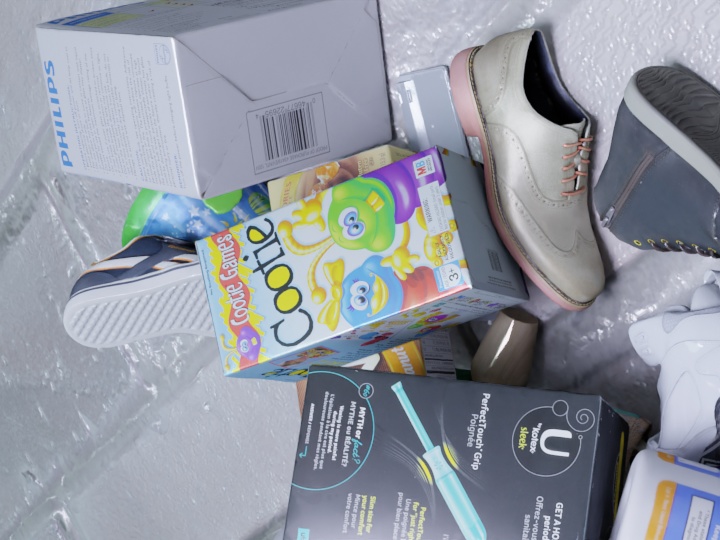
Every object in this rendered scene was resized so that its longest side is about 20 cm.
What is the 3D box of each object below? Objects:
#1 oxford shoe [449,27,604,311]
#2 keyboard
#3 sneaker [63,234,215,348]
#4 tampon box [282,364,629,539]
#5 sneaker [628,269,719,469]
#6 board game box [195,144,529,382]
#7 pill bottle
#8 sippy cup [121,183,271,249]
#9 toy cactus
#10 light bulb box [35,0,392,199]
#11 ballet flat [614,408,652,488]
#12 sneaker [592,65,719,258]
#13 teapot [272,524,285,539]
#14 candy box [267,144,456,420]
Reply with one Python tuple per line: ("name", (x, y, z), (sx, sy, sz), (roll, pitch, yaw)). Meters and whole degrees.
("oxford shoe", (0.128, -0.069, 1.062), (0.074, 0.071, 0.201), (-22, 94, 43))
("keyboard", (0.071, -0.056, 1.188), (0.056, 0.011, 0.201), (-5, 104, 47))
("sneaker", (-0.141, 0.009, 1.257), (0.080, 0.199, 0.079), (-87, -10, -50))
("tampon box", (0.067, 0.155, 1.027), (0.199, 0.126, 0.151), (5, 78, 20))
("sneaker", (0.221, 0.093, 1.017), (0.115, 0.075, 0.200), (63, 147, 30))
("board game box", (0.000, 0.000, 1.089), (0.199, 0.105, 0.104), (-21, 75, 24))
("pill bottle", (0.249, 0.187, 0.922), (0.199, 0.112, 0.112), (16, 126, 9))
("sippy cup", (-0.116, -0.027, 1.341), (0.130, 0.178, 0.140), (39, 107, 18))
("toy cactus", (0.103, 0.111, 1.183), (0.200, 0.102, 0.166), (33, 113, 40))
("light bulb box", (-0.116, -0.148, 1.214), (0.200, 0.198, 0.125), (13, 116, 48))
("ballet flat", (0.198, 0.195, 1.114), (0.067, 0.068, 0.201), (-3, 108, 28))
("sneaker", (0.228, -0.029, 0.964), (0.200, 0.075, 0.107), (53, 146, 33))
("teapot", (-0.033, 0.307, 1.384), (0.198, 0.146, 0.200), (57, 143, 14))
("candy box", (0.001, 0.016, 1.180), (0.115, 0.055, 0.201), (-15, 79, 31))
